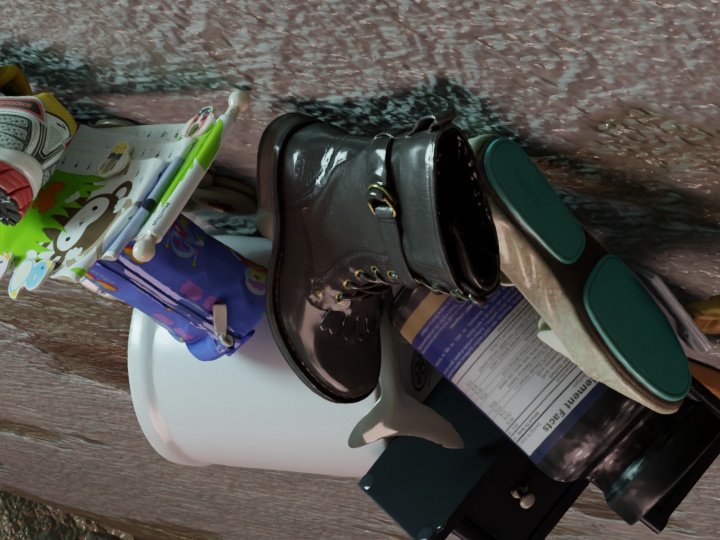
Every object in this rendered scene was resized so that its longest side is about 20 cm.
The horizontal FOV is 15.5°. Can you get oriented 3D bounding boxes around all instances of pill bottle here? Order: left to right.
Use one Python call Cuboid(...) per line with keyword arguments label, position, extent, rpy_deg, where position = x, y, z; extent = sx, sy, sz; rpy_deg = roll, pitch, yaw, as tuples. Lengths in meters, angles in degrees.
Cuboid(label="pill bottle", position=(0.122, 0.057, 1.618), extent=(0.200, 0.112, 0.112), rpy_deg=(44, 168, 5))

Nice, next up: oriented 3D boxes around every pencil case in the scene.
Cuboid(label="pencil case", position=(-0.143, -0.012, 1.725), extent=(0.200, 0.078, 0.087), rpy_deg=(37, -163, -32))

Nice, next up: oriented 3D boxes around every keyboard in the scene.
Cuboid(label="keyboard", position=(0.175, 0.016, 1.618), extent=(0.056, 0.011, 0.200), rpy_deg=(57, 177, -7))

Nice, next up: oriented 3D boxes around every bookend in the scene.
Cuboid(label="bookend", position=(0.139, 0.130, 1.783), extent=(0.199, 0.200, 0.092), rpy_deg=(39, 180, -39))

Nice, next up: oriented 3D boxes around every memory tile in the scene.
Cuboid(label="memory tile", position=(-0.179, -0.070, 1.793), extent=(0.199, 0.017, 0.153), rpy_deg=(4, 163, 38))

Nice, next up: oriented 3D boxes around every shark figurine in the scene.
Cuboid(label="shark figurine", position=(0.011, 0.006, 1.703), extent=(0.089, 0.215, 0.128), rpy_deg=(-15, 148, -25))

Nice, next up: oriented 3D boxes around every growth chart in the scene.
Cuboid(label="growth chart", position=(-0.164, -0.043, 1.592), extent=(0.199, 0.145, 0.018), rpy_deg=(-4, 139, 43))

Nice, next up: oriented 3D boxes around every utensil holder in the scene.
Cuboid(label="utensil holder", position=(-0.036, 0.060, 1.856), extent=(0.199, 0.171, 0.170), rpy_deg=(4, 163, 32))

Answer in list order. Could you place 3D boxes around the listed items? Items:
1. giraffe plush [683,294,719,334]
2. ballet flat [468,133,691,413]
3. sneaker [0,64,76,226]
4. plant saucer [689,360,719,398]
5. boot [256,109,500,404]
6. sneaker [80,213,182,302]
Cuboid(label="giraffe plush", position=(0.289, 0.055, 1.592), extent=(0.162, 0.172, 0.200), rpy_deg=(44, -175, -45))
Cuboid(label="ballet flat", position=(0.115, 0.006, 1.541), extent=(0.062, 0.067, 0.200), rpy_deg=(-30, 101, 44))
Cuboid(label="sneaker", position=(-0.241, -0.090, 1.648), extent=(0.200, 0.082, 0.078), rpy_deg=(26, 160, 48))
Cuboid(label="plant saucer", position=(0.204, 0.096, 2.032), extent=(0.199, 0.038, 0.200), rpy_deg=(13, 166, 3))
Cuboid(label="boot", position=(0.016, -0.002, 1.527), extent=(0.069, 0.201, 0.174), rpy_deg=(-26, -156, -32))
Cuboid(label="sneaker", position=(-0.210, -0.036, 1.784), extent=(0.199, 0.081, 0.088), rpy_deg=(15, -176, -27))
